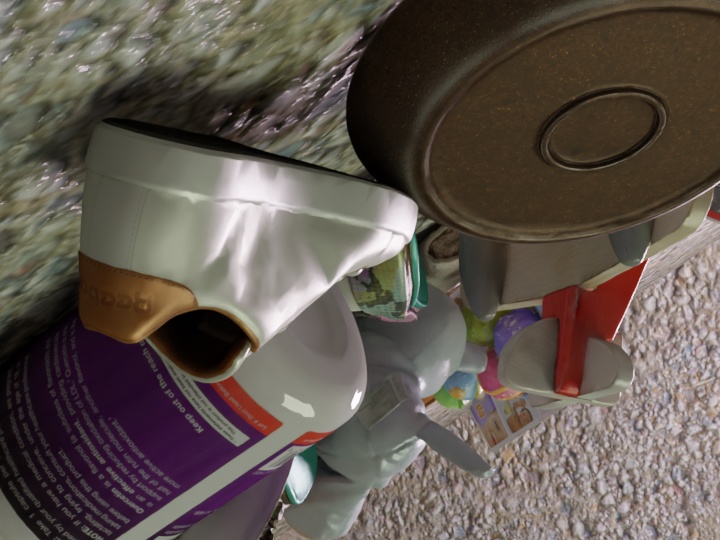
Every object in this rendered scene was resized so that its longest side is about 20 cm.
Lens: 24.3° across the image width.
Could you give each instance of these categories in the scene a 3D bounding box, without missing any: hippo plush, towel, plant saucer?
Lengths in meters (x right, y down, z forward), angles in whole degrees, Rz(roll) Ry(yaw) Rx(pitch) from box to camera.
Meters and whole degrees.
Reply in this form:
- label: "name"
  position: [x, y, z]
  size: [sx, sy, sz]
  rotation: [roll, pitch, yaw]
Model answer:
- label: "hippo plush"
  position: [-0.006, 0.059, 1.094]
  size: [0.200, 0.159, 0.161]
  rotation: [-33, -162, 44]
- label: "towel"
  position: [0.118, -0.038, 1.203]
  size: [0.199, 0.035, 0.133]
  rotation: [-30, 170, -15]
- label: "plant saucer"
  position: [0.094, -0.067, 0.676]
  size: [0.198, 0.035, 0.201]
  rotation: [-10, 149, -6]

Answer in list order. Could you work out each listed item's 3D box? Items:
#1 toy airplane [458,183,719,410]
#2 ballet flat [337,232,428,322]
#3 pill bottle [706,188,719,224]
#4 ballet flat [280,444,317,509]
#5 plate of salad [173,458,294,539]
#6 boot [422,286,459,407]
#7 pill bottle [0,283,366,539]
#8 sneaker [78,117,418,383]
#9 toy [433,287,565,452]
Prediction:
- label: "toy airplane"
  position: [0.118, -0.020, 0.965]
  size: [0.200, 0.141, 0.200]
  rotation: [-50, -163, 22]
- label: "ballet flat"
  position: [0.000, 0.000, 0.941]
  size: [0.070, 0.070, 0.200]
  rotation: [-12, 172, 2]
- label: "pill bottle"
  position: [0.276, -0.112, 1.078]
  size: [0.115, 0.116, 0.200]
  rotation: [-29, 170, -20]
- label: "ballet flat"
  position: [-0.068, 0.067, 0.966]
  size: [0.069, 0.069, 0.201]
  rotation: [-28, 141, -20]
- label: "plate of salad"
  position: [-0.104, 0.114, 0.858]
  size: [0.199, 0.201, 0.048]
  rotation: [-34, 127, 14]
- label: "boot"
  position: [0.008, 0.082, 1.367]
  size: [0.154, 0.074, 0.201]
  rotation: [-28, 158, -31]
- label: "pill bottle"
  position: [-0.101, 0.065, 0.760]
  size: [0.199, 0.113, 0.112]
  rotation: [-35, 171, 21]
- label: "sneaker"
  position: [-0.044, -0.004, 0.623]
  size: [0.200, 0.072, 0.085]
  rotation: [4, 100, -62]
- label: "toy"
  position: [0.096, 0.055, 1.171]
  size: [0.047, 0.116, 0.200]
  rotation: [-21, 168, -25]
